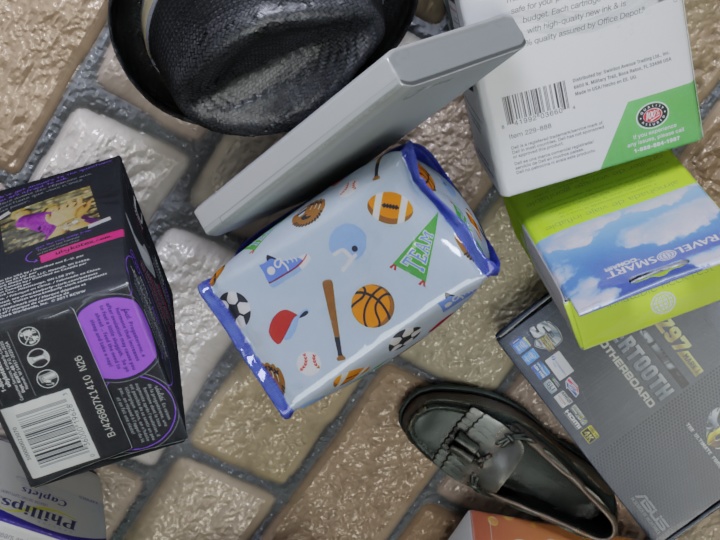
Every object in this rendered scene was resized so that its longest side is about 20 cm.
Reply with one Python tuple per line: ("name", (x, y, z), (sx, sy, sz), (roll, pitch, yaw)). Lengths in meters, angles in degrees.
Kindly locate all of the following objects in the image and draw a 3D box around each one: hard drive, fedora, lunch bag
("hard drive", (-0.002, -0.090, 0.971), (0.200, 0.132, 0.026), (-33, 85, 43))
("fedora", (-0.054, -0.145, 0.946), (0.200, 0.092, 0.201), (-7, 133, -7))
("lunch bag", (0.000, 0.000, 1.031), (0.170, 0.200, 0.124), (-33, 86, 8))

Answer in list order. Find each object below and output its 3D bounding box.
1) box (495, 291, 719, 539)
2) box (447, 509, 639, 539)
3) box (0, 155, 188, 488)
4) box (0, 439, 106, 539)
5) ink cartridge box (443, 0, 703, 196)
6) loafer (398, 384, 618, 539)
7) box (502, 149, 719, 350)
("box", (0.221, 0.078, 1.132), (0.158, 0.051, 0.200), (-37, 88, 9))
("box", (0.164, 0.281, 1.216), (0.200, 0.125, 0.098), (12, 134, -16))
("box", (-0.184, 0.027, 0.998), (0.106, 0.200, 0.122), (-17, 118, -1))
("box", (-0.310, 0.224, 1.129), (0.184, 0.105, 0.200), (23, 111, -21))
("ink cartridge box", (0.135, -0.170, 1.021), (0.146, 0.084, 0.200), (-16, 118, -2))
("loafer", (0.122, 0.150, 1.190), (0.200, 0.063, 0.072), (27, 110, -21))
("box", (0.179, -0.020, 1.038), (0.122, 0.200, 0.048), (-21, 118, 1))
